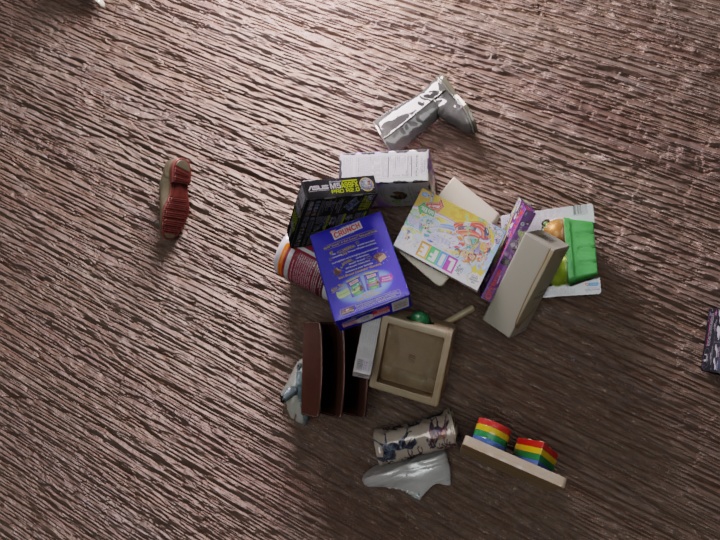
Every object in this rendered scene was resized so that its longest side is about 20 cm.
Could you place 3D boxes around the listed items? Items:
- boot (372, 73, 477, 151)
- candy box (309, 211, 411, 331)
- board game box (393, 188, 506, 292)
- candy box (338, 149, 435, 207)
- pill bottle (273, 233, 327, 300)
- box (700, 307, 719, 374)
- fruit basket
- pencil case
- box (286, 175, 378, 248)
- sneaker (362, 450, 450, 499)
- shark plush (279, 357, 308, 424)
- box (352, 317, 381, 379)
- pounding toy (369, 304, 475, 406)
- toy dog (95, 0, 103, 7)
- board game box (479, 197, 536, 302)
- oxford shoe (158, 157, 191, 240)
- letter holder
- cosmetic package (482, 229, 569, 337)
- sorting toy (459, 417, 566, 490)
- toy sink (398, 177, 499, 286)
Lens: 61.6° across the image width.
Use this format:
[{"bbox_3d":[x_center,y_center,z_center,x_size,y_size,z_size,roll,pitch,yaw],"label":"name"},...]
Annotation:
[{"bbox_3d":[0.146,-0.331,1.380,0.198,0.073,0.184,-34,65,1],"label":"boot"},{"bbox_3d":[0.000,0.000,1.269,0.164,0.077,0.205,-18,67,-1],"label":"candy box"},{"bbox_3d":[0.184,-0.063,1.248,0.196,0.034,0.137,28,87,12],"label":"board game box"},{"bbox_3d":[0.064,-0.199,1.334,0.194,0.168,0.074,-1,79,12],"label":"candy box"},{"bbox_3d":[-0.092,-0.004,1.380,0.196,0.113,0.115,27,91,14],"label":"pill bottle"},{"bbox_3d":[0.783,0.152,1.162,0.194,0.115,0.136,10,85,12],"label":"box"},{"bbox_3d":[0.406,-0.036,1.295,0.195,0.093,0.192,-7,82,28],"label":"fruit basket"},{"bbox_3d":[0.117,0.362,1.311,0.195,0.089,0.080,-18,91,12],"label":"pencil case"},{"bbox_3d":[-0.064,-0.121,1.276,0.156,0.201,0.045,-9,67,-21],"label":"box"},{"bbox_3d":[0.102,0.458,1.316,0.194,0.075,0.091,-16,93,10],"label":"sneaker"},{"bbox_3d":[-0.120,0.248,1.407,0.082,0.091,0.204,27,70,-6],"label":"shark plush"},{"bbox_3d":[0.020,0.125,1.277,0.040,0.039,0.205,11,67,0],"label":"box"},{"bbox_3d":[0.137,0.163,1.315,0.179,0.142,0.206,13,98,14],"label":"pounding toy"},{"bbox_3d":[-0.692,-0.838,1.606,0.201,0.139,0.194,-49,40,6],"label":"toy dog"},{"bbox_3d":[0.302,-0.045,1.260,0.032,0.120,0.204,22,109,-4],"label":"board game box"},{"bbox_3d":[-0.475,-0.180,1.522,0.073,0.070,0.206,10,88,40],"label":"oxford shoe"},{"bbox_3d":[-0.055,0.216,1.322,0.141,0.098,0.207,-7,80,57],"label":"letter holder"},{"bbox_3d":[0.337,0.025,1.231,0.072,0.102,0.204,33,116,28],"label":"cosmetic package"},{"bbox_3d":[0.305,0.366,1.216,0.195,0.200,0.071,21,73,14],"label":"sorting toy"},{"bbox_3d":[0.192,-0.073,1.323,0.130,0.112,0.201,39,89,13],"label":"toy sink"}]
